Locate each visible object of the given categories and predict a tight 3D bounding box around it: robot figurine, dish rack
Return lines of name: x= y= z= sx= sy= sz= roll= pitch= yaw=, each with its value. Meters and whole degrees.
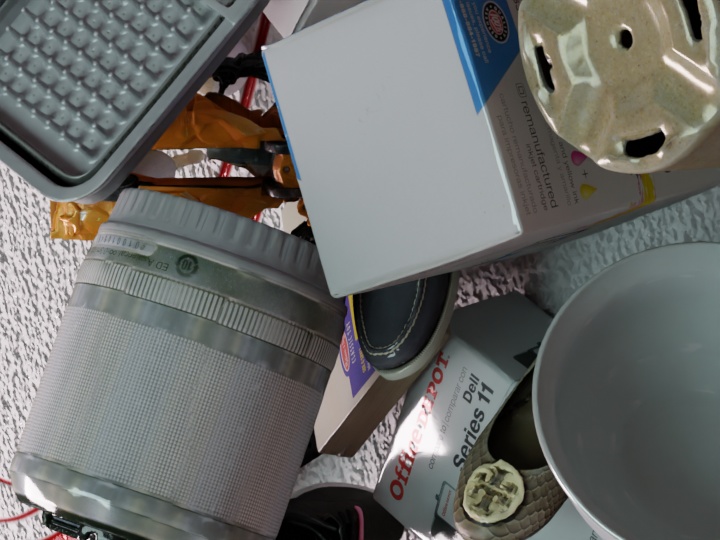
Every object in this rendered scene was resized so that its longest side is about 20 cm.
robot figurine: x=-0.093 y=-0.071 z=1.567 sx=0.199 sy=0.058 sz=0.145 roll=0 pitch=112 yaw=2
dish rack: x=-0.149 y=-0.141 z=1.507 sx=0.172 sy=0.044 sz=0.200 roll=37 pitch=85 yaw=33

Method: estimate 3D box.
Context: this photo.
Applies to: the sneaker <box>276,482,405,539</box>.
sneaker: x=-0.026 y=0.176 z=1.599 sx=0.099 sy=0.200 sz=0.071 roll=2 pitch=93 yaw=48

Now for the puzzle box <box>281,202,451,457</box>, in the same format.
puzzle box: x=0.000 y=0.000 z=1.587 sx=0.133 sy=0.025 sz=0.200 roll=-52 pitch=36 yaw=41

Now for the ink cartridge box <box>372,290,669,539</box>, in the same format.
ink cartridge box: x=0.114 y=0.129 z=1.526 sx=0.200 sy=0.083 sz=0.147 roll=39 pitch=126 yaw=34

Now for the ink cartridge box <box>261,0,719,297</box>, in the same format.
ink cartridge box: x=0.078 y=-0.085 z=1.411 sx=0.145 sy=0.200 sz=0.148 roll=-20 pitch=86 yaw=42

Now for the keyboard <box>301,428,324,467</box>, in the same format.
keyboard: x=-0.085 y=0.072 z=1.654 sx=0.104 sy=0.040 sz=0.200 roll=-33 pitch=33 yaw=8

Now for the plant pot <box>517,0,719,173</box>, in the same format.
plant pot: x=0.186 y=-0.130 z=1.300 sx=0.200 sy=0.183 sz=0.201 roll=16 pitch=112 yaw=44

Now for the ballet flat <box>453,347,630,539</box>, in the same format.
ballet flat: x=0.114 y=0.071 z=1.438 sx=0.067 sy=0.200 sz=0.046 roll=26 pitch=156 yaw=29

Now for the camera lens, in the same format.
camera lens: x=-0.104 y=0.070 z=1.476 sx=0.160 sy=0.160 sz=0.200 roll=12 pitch=81 yaw=44

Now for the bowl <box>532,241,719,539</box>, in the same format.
bowl: x=0.188 y=0.091 z=1.384 sx=0.201 sy=0.201 sz=0.090 roll=53 pitch=160 yaw=22

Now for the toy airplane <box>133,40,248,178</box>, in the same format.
toy airplane: x=-0.139 y=-0.144 z=1.674 sx=0.200 sy=0.141 sz=0.199 roll=118 pitch=155 yaw=-53

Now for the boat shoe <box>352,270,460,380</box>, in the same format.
boat shoe: x=0.014 y=-0.032 z=1.489 sx=0.073 sy=0.063 sz=0.200 roll=-19 pitch=53 yaw=33

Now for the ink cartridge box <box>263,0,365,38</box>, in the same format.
ink cartridge box: x=-0.016 y=-0.236 z=1.524 sx=0.200 sy=0.128 sz=0.125 roll=53 pitch=134 yaw=22
